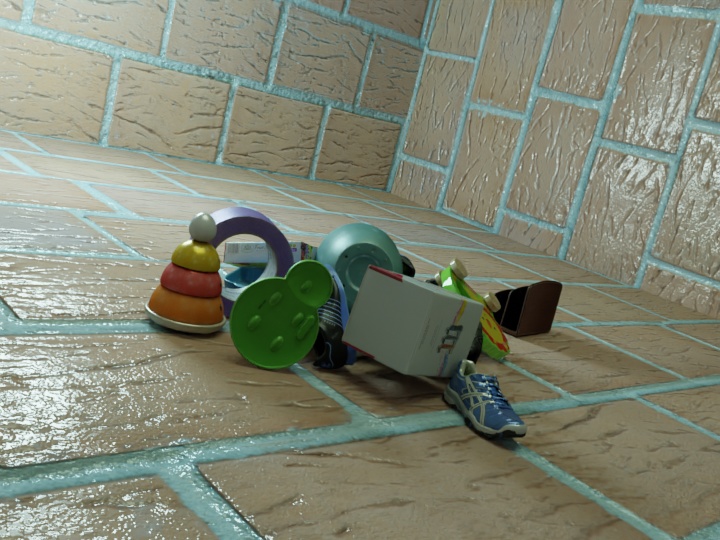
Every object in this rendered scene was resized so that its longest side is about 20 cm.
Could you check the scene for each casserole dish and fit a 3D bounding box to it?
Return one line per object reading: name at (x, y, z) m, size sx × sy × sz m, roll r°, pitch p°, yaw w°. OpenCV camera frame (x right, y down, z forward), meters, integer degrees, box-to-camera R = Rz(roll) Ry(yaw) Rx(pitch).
casserole dish at (-0.224, 0.035, 1.706) m, size 0.120 × 0.039 × 0.200 m, roll 16°, pitch 13°, yaw 5°

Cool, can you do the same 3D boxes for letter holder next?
letter holder at (0.424, 0.080, 2.043) m, size 0.100 × 0.144 × 0.199 m, roll 23°, pitch 15°, yaw 35°

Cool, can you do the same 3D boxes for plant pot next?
plant pot at (0.000, 0.000, 1.682) m, size 0.198 × 0.203 × 0.161 m, roll 14°, pitch 2°, yaw -5°

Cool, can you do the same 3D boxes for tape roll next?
tape roll at (-0.232, -0.016, 1.528) m, size 0.198 × 0.203 × 0.085 m, roll 10°, pitch 13°, yaw -23°

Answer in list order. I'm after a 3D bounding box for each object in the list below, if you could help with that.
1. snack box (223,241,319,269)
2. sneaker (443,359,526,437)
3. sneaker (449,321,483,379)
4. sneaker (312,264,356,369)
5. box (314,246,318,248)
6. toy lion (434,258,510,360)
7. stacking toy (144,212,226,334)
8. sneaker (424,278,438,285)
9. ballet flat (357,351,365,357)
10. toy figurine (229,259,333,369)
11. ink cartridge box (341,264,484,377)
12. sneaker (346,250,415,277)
snack box at (-0.190, -0.029, 1.801) m, size 0.197 × 0.054 × 0.142 m, roll 1°, pitch -8°, yaw 23°
sneaker at (0.205, 0.214, 1.315) m, size 0.075 × 0.078 × 0.200 m, roll 8°, pitch 13°, yaw -31°
sneaker at (0.135, 0.153, 1.502) m, size 0.197 × 0.077 × 0.115 m, roll -5°, pitch 47°, yaw 10°
sneaker at (-0.067, 0.079, 1.412) m, size 0.077 × 0.070 × 0.202 m, roll -3°, pitch 59°, yaw -26°
box at (-0.095, -0.015, 2.072) m, size 0.157 × 0.047 × 0.200 m, roll 15°, pitch 12°, yaw -1°
toy lion at (0.252, 0.096, 1.733) m, size 0.200 × 0.068 × 0.193 m, roll 43°, pitch 24°, yaw -25°
stacking toy at (-0.291, -0.002, 1.392) m, size 0.144 × 0.203 × 0.146 m, roll 14°, pitch 12°, yaw -3°
sneaker at (0.177, 0.085, 1.779) m, size 0.198 × 0.117 × 0.076 m, roll 19°, pitch 12°, yaw 18°
ballet flat at (-0.036, 0.130, 1.468) m, size 0.197 × 0.075 × 0.074 m, roll 12°, pitch 12°, yaw -2°
toy figurine at (-0.143, 0.062, 1.386) m, size 0.150 × 0.200 × 0.184 m, roll 42°, pitch -6°, yaw -12°
ink cartridge box at (0.096, 0.093, 1.380) m, size 0.144 × 0.146 × 0.199 m, roll 22°, pitch 3°, yaw 34°
sneaker at (0.036, -0.011, 1.799) m, size 0.197 × 0.072 × 0.083 m, roll 5°, pitch 14°, yaw -21°
